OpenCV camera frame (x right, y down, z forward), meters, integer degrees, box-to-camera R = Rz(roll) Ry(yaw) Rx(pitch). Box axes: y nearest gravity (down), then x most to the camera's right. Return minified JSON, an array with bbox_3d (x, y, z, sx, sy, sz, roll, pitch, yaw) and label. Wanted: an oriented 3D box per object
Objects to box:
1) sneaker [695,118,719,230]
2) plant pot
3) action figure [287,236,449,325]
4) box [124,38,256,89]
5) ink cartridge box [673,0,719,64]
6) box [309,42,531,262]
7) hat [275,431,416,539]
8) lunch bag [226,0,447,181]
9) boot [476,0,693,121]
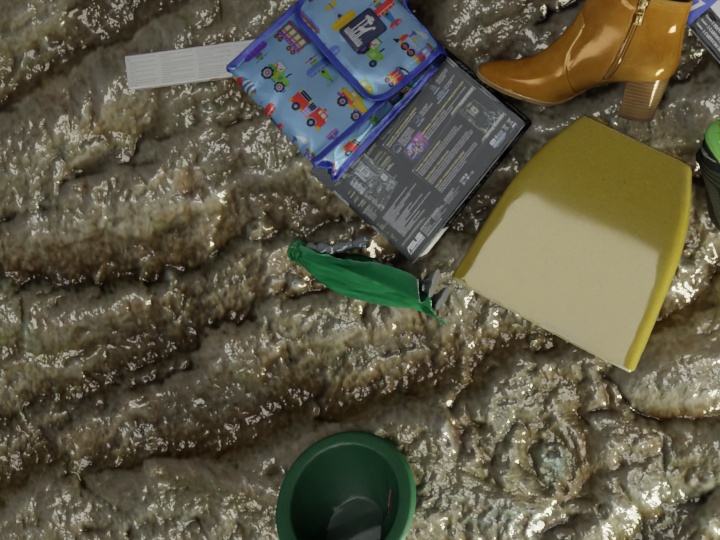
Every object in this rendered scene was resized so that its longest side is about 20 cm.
[{"bbox_3d":[0.399,-0.057,1.208,0.076,0.084,0.201,-17,75,-15],"label":"sneaker"},{"bbox_3d":[0.237,-0.041,1.215,0.195,0.194,0.201,29,101,13],"label":"plant pot"},{"bbox_3d":[0.000,0.000,1.353,0.199,0.118,0.055,17,67,27],"label":"action figure"},{"bbox_3d":[-0.175,-0.240,1.399,0.199,0.039,0.042,-5,96,19],"label":"box"},{"bbox_3d":[0.371,-0.266,1.208,0.094,0.044,0.200,-40,84,18],"label":"ink cartridge box"},{"bbox_3d":[0.064,-0.135,1.331,0.160,0.044,0.200,41,108,9],"label":"box"},{"bbox_3d":[0.002,0.316,1.431,0.165,0.176,0.201,4,61,20],"label":"hat"},{"bbox_3d":[-0.015,-0.224,1.293,0.200,0.094,0.151,-44,76,5],"label":"lunch bag"},{"bbox_3d":[0.225,-0.239,1.228,0.200,0.071,0.145,13,121,9],"label":"boot"}]
